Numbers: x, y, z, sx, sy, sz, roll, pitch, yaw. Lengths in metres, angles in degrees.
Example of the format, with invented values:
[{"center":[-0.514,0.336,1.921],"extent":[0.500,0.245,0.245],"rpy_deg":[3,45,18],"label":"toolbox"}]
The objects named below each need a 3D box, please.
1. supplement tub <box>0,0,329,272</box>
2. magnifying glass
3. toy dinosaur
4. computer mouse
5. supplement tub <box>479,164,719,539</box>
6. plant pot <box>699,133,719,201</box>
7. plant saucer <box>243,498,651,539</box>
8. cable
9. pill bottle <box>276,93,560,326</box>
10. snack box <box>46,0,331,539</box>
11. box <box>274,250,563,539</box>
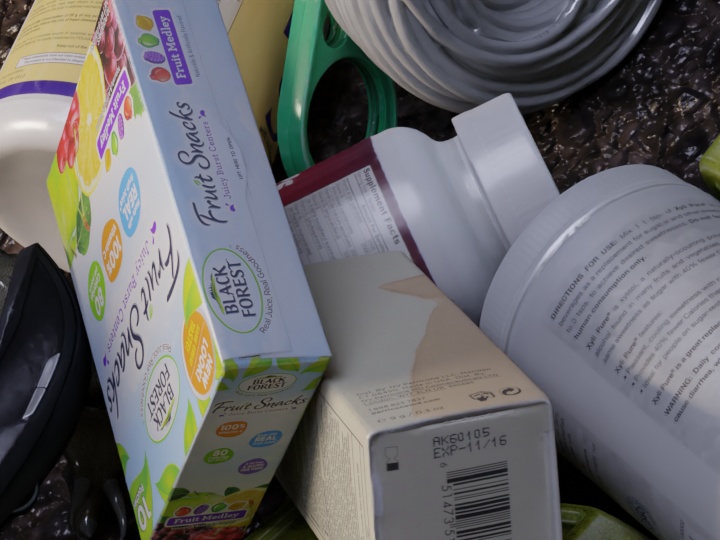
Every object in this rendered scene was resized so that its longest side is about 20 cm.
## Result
[{"center":[-0.100,-0.105,1.433],"extent":[0.145,0.145,0.200],"rpy_deg":[5,57,28],"label":"supplement tub"},{"center":[-0.016,-0.127,1.385],"extent":[0.022,0.200,0.080],"rpy_deg":[8,25,37],"label":"magnifying glass"},{"center":[-0.154,0.029,1.362],"extent":[0.077,0.200,0.102],"rpy_deg":[-29,9,-13],"label":"toy dinosaur"},{"center":[-0.156,0.097,1.278],"extent":[0.046,0.140,0.200],"rpy_deg":[13,58,-3],"label":"computer mouse"},{"center":[0.158,0.056,1.194],"extent":[0.132,0.132,0.200],"rpy_deg":[-40,49,-9],"label":"supplement tub"},{"center":[0.255,-0.074,1.228],"extent":[0.193,0.200,0.200],"rpy_deg":[-48,49,0],"label":"plant pot"},{"center":[0.012,0.142,1.181],"extent":[0.200,0.048,0.200],"rpy_deg":[4,23,28],"label":"plant saucer"},{"center":[0.068,-0.174,1.374],"extent":[0.200,0.200,0.069],"rpy_deg":[-39,37,-22],"label":"cable"},{"center":[0.000,0.000,1.326],"extent":[0.200,0.110,0.110],"rpy_deg":[-26,48,4],"label":"pill bottle"},{"center":[-0.078,-0.004,1.206],"extent":[0.053,0.142,0.200],"rpy_deg":[-5,56,-22],"label":"snack box"},{"center":[0.014,0.067,1.181],"extent":[0.078,0.095,0.200],"rpy_deg":[-11,22,-13],"label":"box"}]
